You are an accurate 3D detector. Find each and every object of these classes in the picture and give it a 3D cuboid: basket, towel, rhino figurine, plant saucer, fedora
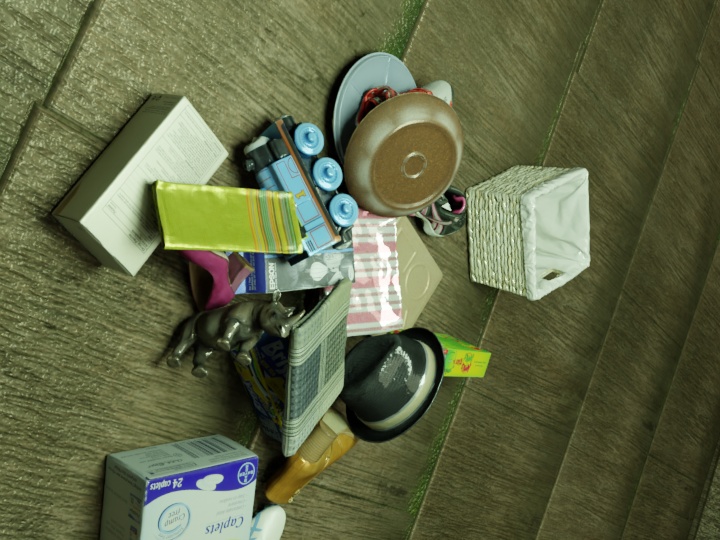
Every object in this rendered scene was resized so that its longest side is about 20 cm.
[{"bbox_3d":[0.309,-0.081,1.604,0.197,0.160,0.203,-26,119,-40],"label":"basket"},{"bbox_3d":[-0.063,0.127,1.209,0.200,0.034,0.195,-44,142,-63],"label":"towel"},{"bbox_3d":[0.000,0.000,1.336,0.145,0.030,0.203,-5,92,-32],"label":"towel"},{"bbox_3d":[-0.156,0.075,1.122,0.060,0.198,0.088,54,31,-34],"label":"rhino figurine"},{"bbox_3d":[0.073,-0.161,1.285,0.198,0.037,0.203,-14,126,-19],"label":"plant saucer"},{"bbox_3d":[0.032,0.161,1.335,0.091,0.199,0.203,35,74,-36],"label":"fedora"},{"bbox_3d":[-0.155,-0.063,1.049,0.198,0.018,0.087,1,67,-42],"label":"towel"}]

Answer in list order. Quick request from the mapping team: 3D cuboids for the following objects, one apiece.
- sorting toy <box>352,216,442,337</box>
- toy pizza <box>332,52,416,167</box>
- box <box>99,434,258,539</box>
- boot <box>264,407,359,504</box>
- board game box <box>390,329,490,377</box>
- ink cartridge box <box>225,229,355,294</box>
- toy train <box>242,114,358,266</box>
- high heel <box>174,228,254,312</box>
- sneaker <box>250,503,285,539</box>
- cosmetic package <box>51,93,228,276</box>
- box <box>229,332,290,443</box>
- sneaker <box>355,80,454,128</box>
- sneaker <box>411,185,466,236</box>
[{"bbox_3d":[0.053,0.025,1.452,0.186,0.036,0.201,-56,139,-21],"label":"sorting toy"},{"bbox_3d":[0.022,-0.235,1.348,0.199,0.031,0.203,-17,113,-45],"label":"toy pizza"},{"bbox_3d":[-0.243,0.341,1.156,0.183,0.104,0.203,-1,102,-46],"label":"box"},{"bbox_3d":[-0.079,0.291,1.353,0.144,0.071,0.201,-48,167,6],"label":"boot"},{"bbox_3d":[0.136,0.143,1.492,0.199,0.101,0.048,12,98,-57],"label":"board game box"},{"bbox_3d":[-0.097,-0.022,1.233,0.198,0.039,0.101,-7,95,-36],"label":"ink cartridge box"},{"bbox_3d":[-0.084,-0.110,1.181,0.114,0.086,0.202,-29,94,-32],"label":"toy train"},{"bbox_3d":[-0.208,0.003,1.094,0.096,0.067,0.200,-45,152,2],"label":"high heel"},{"bbox_3d":[-0.163,0.448,1.296,0.072,0.072,0.201,47,64,-41],"label":"sneaker"},{"bbox_3d":[-0.261,-0.106,1.044,0.201,0.071,0.106,-55,134,-22],"label":"cosmetic package"},{"bbox_3d":[-0.129,0.153,1.260,0.070,0.064,0.202,-40,127,-34],"label":"box"},{"bbox_3d":[0.069,-0.250,1.320,0.202,0.067,0.108,-51,136,-22],"label":"sneaker"},{"bbox_3d":[0.142,-0.102,1.449,0.199,0.085,0.082,15,82,-61],"label":"sneaker"}]
